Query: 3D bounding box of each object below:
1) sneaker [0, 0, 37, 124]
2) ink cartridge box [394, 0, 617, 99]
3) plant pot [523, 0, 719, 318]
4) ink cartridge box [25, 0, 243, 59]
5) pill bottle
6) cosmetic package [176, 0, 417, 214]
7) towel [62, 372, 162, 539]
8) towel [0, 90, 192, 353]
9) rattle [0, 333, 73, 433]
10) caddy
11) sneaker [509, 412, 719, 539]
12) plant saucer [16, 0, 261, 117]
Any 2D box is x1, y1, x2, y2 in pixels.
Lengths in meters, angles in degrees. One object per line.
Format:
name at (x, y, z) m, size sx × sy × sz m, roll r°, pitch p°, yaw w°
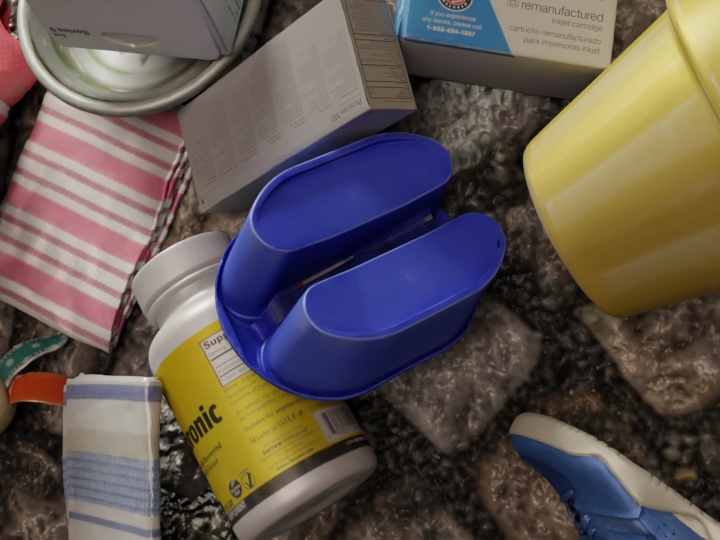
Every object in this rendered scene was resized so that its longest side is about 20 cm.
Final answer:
sneaker at (-0.336, -0.210, 0.933) m, size 0.087 × 0.074 × 0.200 m, roll -41°, pitch 78°, yaw -6°
ink cartridge box at (0.104, -0.235, 0.774) m, size 0.142 × 0.085 × 0.203 m, roll 8°, pitch 82°, yaw -3°
plant pot at (0.212, -0.070, 0.692) m, size 0.188 × 0.200 × 0.203 m, roll -31°, pitch 74°, yaw 26°
ink cartridge box at (-0.151, -0.268, 0.820) m, size 0.144 × 0.084 × 0.203 m, roll 6°, pitch 72°, yaw 12°
pill bottle at (-0.081, 0.078, 0.786) m, size 0.111 × 0.111 × 0.201 m, roll -33°, pitch 74°, yaw 9°
cosmetic package at (-0.050, -0.111, 0.785) m, size 0.199 × 0.050 × 0.084 m, roll -24°, pitch 76°, yaw 46°
towel at (-0.174, 0.174, 0.798) m, size 0.146 × 0.024 × 0.203 m, roll -8°, pitch 83°, yaw 53°
towel at (-0.219, -0.054, 0.886) m, size 0.145 × 0.030 × 0.202 m, roll 22°, pitch 88°, yaw 18°
rattle at (-0.331, 0.083, 0.847) m, size 0.197 × 0.143 × 0.132 m, roll 0°, pitch 63°, yaw 22°
caddy at (0.000, 0.000, 0.748) m, size 0.198 × 0.105 × 0.142 m, roll -24°, pitch 72°, yaw -29°
sneaker at (0.161, 0.185, 0.717) m, size 0.199 × 0.077 × 0.112 m, roll 34°, pitch 82°, yaw 11°
plant saucer at (-0.167, -0.203, 0.873) m, size 0.197 × 0.050 × 0.203 m, roll -3°, pitch 70°, yaw 9°
